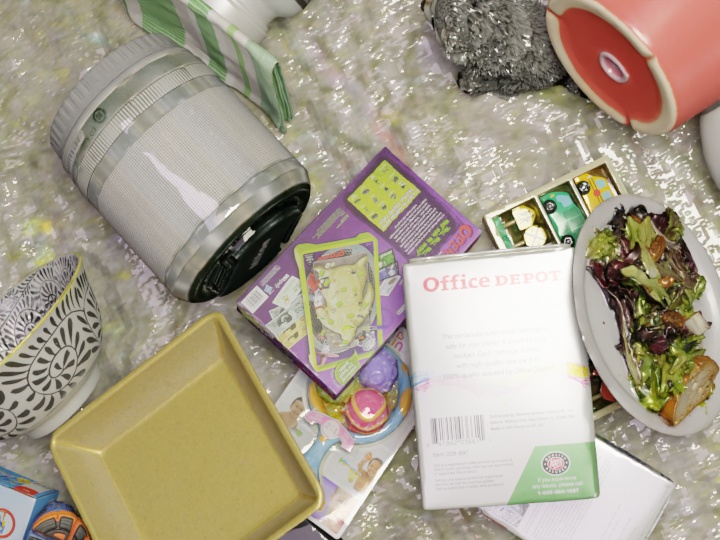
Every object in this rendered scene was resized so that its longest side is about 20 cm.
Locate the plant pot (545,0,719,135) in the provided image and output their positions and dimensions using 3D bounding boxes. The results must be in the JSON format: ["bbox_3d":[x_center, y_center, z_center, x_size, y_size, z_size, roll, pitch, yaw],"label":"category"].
[{"bbox_3d":[0.256,-0.217,0.995,0.177,0.201,0.201,-43,81,-10],"label":"plant pot"}]

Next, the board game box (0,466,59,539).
[{"bbox_3d":[-0.410,0.268,1.178,0.194,0.056,0.202,20,91,10],"label":"board game box"}]

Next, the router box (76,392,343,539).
[{"bbox_3d":[-0.136,0.232,1.134,0.200,0.051,0.149,44,93,9],"label":"router box"}]

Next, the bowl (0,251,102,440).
[{"bbox_3d":[-0.296,0.086,1.123,0.200,0.201,0.094,-38,112,6],"label":"bowl"}]

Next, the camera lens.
[{"bbox_3d":[-0.154,-0.085,1.097,0.160,0.160,0.200,-45,82,5],"label":"camera lens"}]

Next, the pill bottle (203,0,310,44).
[{"bbox_3d":[-0.069,-0.301,1.115,0.116,0.116,0.200,42,94,9],"label":"pill bottle"}]

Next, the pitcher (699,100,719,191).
[{"bbox_3d":[0.389,-0.085,1.037,0.171,0.121,0.201,-37,93,-15],"label":"pitcher"}]

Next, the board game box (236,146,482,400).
[{"bbox_3d":[0.000,0.000,1.098,0.120,0.032,0.200,40,72,12],"label":"board game box"}]

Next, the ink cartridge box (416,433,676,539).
[{"bbox_3d":[0.160,0.179,1.088,0.199,0.050,0.110,31,92,10],"label":"ink cartridge box"}]

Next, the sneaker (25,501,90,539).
[{"bbox_3d":[-0.278,0.304,1.151,0.074,0.078,0.203,8,104,-14],"label":"sneaker"}]

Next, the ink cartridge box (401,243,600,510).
[{"bbox_3d":[0.114,0.085,1.029,0.143,0.087,0.203,-5,89,7],"label":"ink cartridge box"}]

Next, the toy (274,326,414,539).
[{"bbox_3d":[-0.010,0.118,1.098,0.114,0.047,0.201,33,80,8],"label":"toy"}]

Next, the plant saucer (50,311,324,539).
[{"bbox_3d":[-0.145,0.173,1.074,0.199,0.048,0.201,-36,66,8],"label":"plant saucer"}]

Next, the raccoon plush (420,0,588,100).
[{"bbox_3d":[0.150,-0.206,1.062,0.197,0.134,0.098,0,86,10],"label":"raccoon plush"}]

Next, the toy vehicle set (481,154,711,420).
[{"bbox_3d":[0.204,0.016,1.089,0.123,0.027,0.202,-26,84,-2],"label":"toy vehicle set"}]

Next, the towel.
[{"bbox_3d":[-0.145,-0.208,1.107,0.199,0.153,0.023,38,80,11],"label":"towel"}]

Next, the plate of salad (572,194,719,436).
[{"bbox_3d":[0.248,0.031,1.012,0.048,0.198,0.203,-25,82,49],"label":"plate of salad"}]
